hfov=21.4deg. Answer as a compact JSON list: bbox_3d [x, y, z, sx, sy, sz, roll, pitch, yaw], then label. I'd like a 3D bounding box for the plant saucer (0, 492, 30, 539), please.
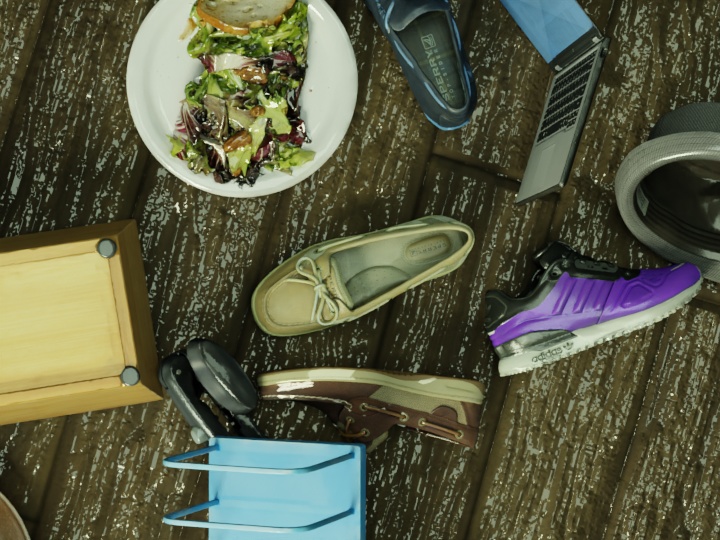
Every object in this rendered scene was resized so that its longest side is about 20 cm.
[{"bbox_3d":[-0.373,0.259,1.611,0.200,0.037,0.201,0,87,-6],"label":"plant saucer"}]

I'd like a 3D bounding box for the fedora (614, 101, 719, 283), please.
[{"bbox_3d":[0.319,-0.077,1.663,0.200,0.177,0.090,24,54,-13],"label":"fedora"}]

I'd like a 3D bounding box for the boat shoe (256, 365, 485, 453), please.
[{"bbox_3d":[0.008,0.121,1.645,0.199,0.072,0.072,6,85,-12],"label":"boat shoe"}]

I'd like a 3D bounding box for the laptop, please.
[{"bbox_3d":[0.131,-0.173,1.613,0.116,0.187,0.200,18,85,-5],"label":"laptop"}]

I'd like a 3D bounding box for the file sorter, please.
[{"bbox_3d":[-0.081,0.242,1.536,0.138,0.123,0.201,1,92,22],"label":"file sorter"}]

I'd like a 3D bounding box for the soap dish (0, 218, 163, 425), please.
[{"bbox_3d":[-0.276,0.047,1.610,0.199,0.081,0.158,-9,88,-8],"label":"soap dish"}]

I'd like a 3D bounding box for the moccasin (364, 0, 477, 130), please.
[{"bbox_3d":[0.057,-0.223,1.667,0.080,0.068,0.200,-29,90,-7],"label":"moccasin"}]

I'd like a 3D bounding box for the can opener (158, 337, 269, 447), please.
[{"bbox_3d":[-0.103,0.148,1.635,0.063,0.079,0.200,-34,100,-15],"label":"can opener"}]

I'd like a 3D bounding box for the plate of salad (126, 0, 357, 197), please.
[{"bbox_3d":[-0.101,-0.160,1.639,0.199,0.048,0.201,-1,102,-6],"label":"plate of salad"}]

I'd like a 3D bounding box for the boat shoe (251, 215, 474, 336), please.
[{"bbox_3d":[0.002,0.002,1.652,0.200,0.063,0.073,-17,89,-7],"label":"boat shoe"}]

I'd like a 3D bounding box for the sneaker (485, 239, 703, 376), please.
[{"bbox_3d":[0.200,0.014,1.671,0.200,0.070,0.100,-21,87,-8],"label":"sneaker"}]
